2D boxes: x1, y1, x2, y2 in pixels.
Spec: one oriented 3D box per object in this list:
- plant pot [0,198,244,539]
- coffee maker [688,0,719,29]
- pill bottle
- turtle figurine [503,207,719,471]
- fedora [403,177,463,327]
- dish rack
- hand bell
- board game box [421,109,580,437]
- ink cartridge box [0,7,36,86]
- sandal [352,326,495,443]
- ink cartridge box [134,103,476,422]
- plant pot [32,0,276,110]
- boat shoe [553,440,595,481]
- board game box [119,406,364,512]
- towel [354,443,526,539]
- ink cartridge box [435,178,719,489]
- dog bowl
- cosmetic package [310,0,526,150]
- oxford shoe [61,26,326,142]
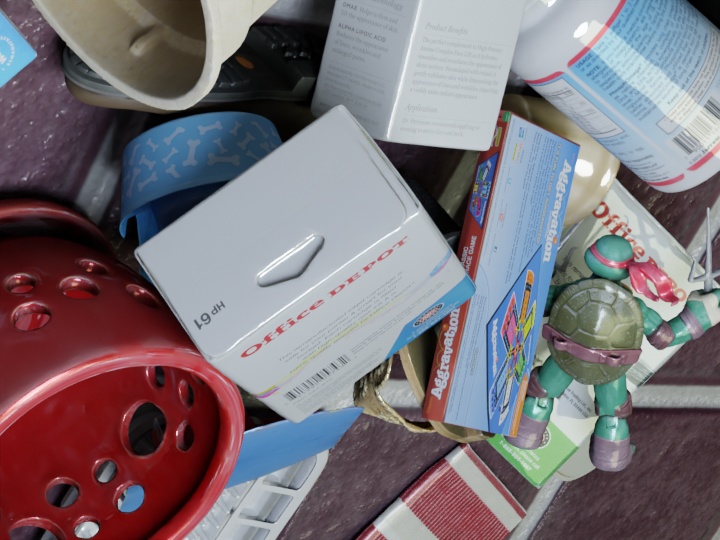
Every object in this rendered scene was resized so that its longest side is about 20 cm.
[{"bbox_3d":[-0.197,0.071,1.265,0.200,0.183,0.201,-25,140,-23],"label":"plant pot"},{"bbox_3d":[0.278,-0.182,1.510,0.192,0.135,0.200,-3,130,-14],"label":"coffee maker"},{"bbox_3d":[0.161,-0.148,1.386,0.200,0.109,0.109,37,99,-24],"label":"pill bottle"},{"bbox_3d":[0.162,0.037,1.465,0.101,0.150,0.200,-34,142,-56],"label":"turtle figurine"},{"bbox_3d":[0.000,0.000,1.429,0.200,0.092,0.201,-32,166,-9],"label":"fedora"},{"bbox_3d":[-0.133,0.165,1.533,0.200,0.044,0.172,13,118,-48],"label":"dish rack"},{"bbox_3d":[0.069,-0.101,1.440,0.200,0.104,0.104,14,117,-33],"label":"hand bell"},{"bbox_3d":[0.092,0.004,1.381,0.103,0.019,0.200,17,84,-56],"label":"board game box"},{"bbox_3d":[-0.285,-0.096,1.118,0.200,0.068,0.116,-41,143,-1],"label":"ink cartridge box"},{"bbox_3d":[0.031,0.084,1.433,0.070,0.078,0.212,-14,162,15],"label":"sandal"},{"bbox_3d":[-0.026,0.001,1.234,0.144,0.085,0.200,-36,163,1],"label":"ink cartridge box"},{"bbox_3d":[-0.074,-0.215,1.109,0.183,0.200,0.201,-36,144,-26],"label":"plant pot"},{"bbox_3d":[0.151,0.098,1.707,0.075,0.062,0.200,-36,140,-5],"label":"boat shoe"},{"bbox_3d":[-0.087,0.110,1.421,0.158,0.039,0.200,-16,167,-15],"label":"board game box"},{"bbox_3d":[0.039,0.238,1.779,0.200,0.023,0.144,-43,141,-2],"label":"towel"},{"bbox_3d":[0.145,0.034,1.567,0.200,0.083,0.147,-44,105,3],"label":"ink cartridge box"},{"bbox_3d":[-0.089,-0.042,1.298,0.111,0.050,0.200,-12,164,-1],"label":"dog bowl"},{"bbox_3d":[0.046,-0.177,1.283,0.102,0.074,0.200,2,105,-48],"label":"cosmetic package"},{"bbox_3d":[-0.098,-0.100,1.281,0.200,0.073,0.084,3,130,-41],"label":"oxford shoe"}]
